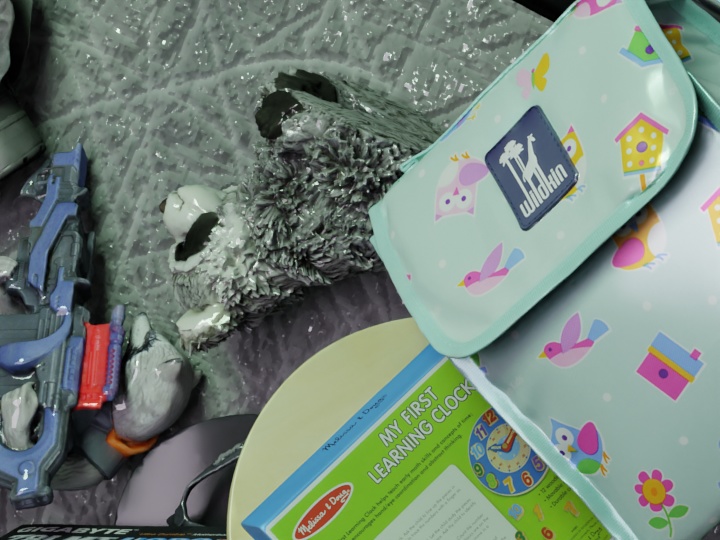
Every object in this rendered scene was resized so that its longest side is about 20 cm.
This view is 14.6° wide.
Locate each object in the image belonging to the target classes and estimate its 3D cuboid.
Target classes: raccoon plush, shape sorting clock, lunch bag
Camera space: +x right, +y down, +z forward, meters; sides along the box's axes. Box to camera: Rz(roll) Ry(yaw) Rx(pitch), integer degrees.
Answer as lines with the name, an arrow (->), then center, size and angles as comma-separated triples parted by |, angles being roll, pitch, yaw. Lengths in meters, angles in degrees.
raccoon plush -> 0.000, 0.000, 1.268 | 0.200, 0.097, 0.135 | 30, 107, 25
shape sorting clock -> 0.040, 0.115, 1.209 | 0.199, 0.039, 0.201 | 5, 70, -13
lunch bag -> 0.118, -0.006, 1.162 | 0.200, 0.122, 0.170 | 47, 114, 6

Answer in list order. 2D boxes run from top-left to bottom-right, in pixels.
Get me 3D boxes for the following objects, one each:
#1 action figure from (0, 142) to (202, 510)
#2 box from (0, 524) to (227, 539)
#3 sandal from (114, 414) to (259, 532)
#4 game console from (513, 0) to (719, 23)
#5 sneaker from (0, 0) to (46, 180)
action figure -> -0.166, 0.045, 1.364 | 0.192, 0.105, 0.201 | -2, 56, 21
box -> -0.073, 0.218, 1.285 | 0.198, 0.050, 0.201 | -3, 99, 25
sandal -> -0.031, 0.099, 1.298 | 0.199, 0.043, 0.077 | -13, 80, 25
game console -> 0.164, -0.170, 1.180 | 0.176, 0.116, 0.201 | 35, 102, 25
sneaker -> -0.233, -0.071, 1.389 | 0.199, 0.060, 0.105 | -29, 97, 18
